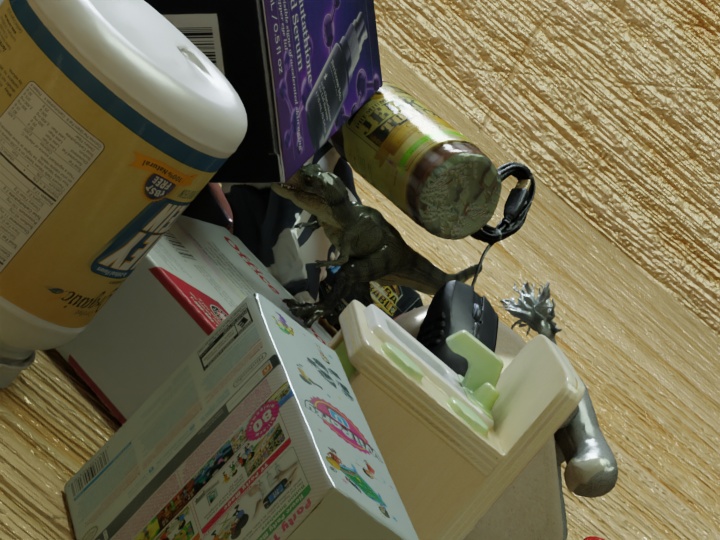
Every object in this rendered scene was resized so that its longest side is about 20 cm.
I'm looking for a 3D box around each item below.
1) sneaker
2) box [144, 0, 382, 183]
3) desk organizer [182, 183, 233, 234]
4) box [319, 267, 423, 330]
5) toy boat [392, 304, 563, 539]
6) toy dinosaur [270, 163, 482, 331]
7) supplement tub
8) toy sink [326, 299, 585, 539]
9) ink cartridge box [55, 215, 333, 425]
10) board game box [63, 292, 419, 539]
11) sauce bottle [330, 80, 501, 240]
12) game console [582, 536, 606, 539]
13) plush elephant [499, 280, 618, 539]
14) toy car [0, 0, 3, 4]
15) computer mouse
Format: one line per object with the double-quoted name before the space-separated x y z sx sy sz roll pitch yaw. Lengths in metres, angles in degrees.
"sneaker" -0.040 -0.007 1.650 0.129 0.079 0.200 3 79 -60
"box" -0.069 -0.153 1.509 0.104 0.149 0.200 1 23 20
"desk organizer" -0.126 -0.045 1.769 0.077 0.072 0.200 35 13 -39
"box" -0.014 0.008 1.861 0.159 0.046 0.200 45 -7 17
"toy boat" 0.050 0.126 1.608 0.130 0.131 0.201 9 67 -32
"toy dinosaur" 0.000 0.000 1.551 0.200 0.088 0.047 31 13 -48
"supplement tub" -0.172 -0.050 1.300 0.145 0.200 0.145 39 12 -10
"toy sink" 0.012 0.094 1.353 0.112 0.200 0.130 40 6 -10
"ink cartridge box" -0.104 0.039 1.490 0.146 0.083 0.200 46 11 19
"board game box" -0.062 0.119 1.178 0.064 0.148 0.200 38 12 -26
"sauce bottle" 0.019 -0.086 1.607 0.065 0.065 0.200 32 5 -38
"game console" 0.149 0.256 1.327 0.031 0.201 0.177 0 -15 38
"plush elephant" 0.077 0.103 1.739 0.165 0.154 0.201 124 -40 -64
"toy car" -0.282 -0.196 1.487 0.175 0.199 0.151 -83 166 -72
"computer mouse" 0.080 0.008 1.570 0.059 0.034 0.201 32 57 -19
